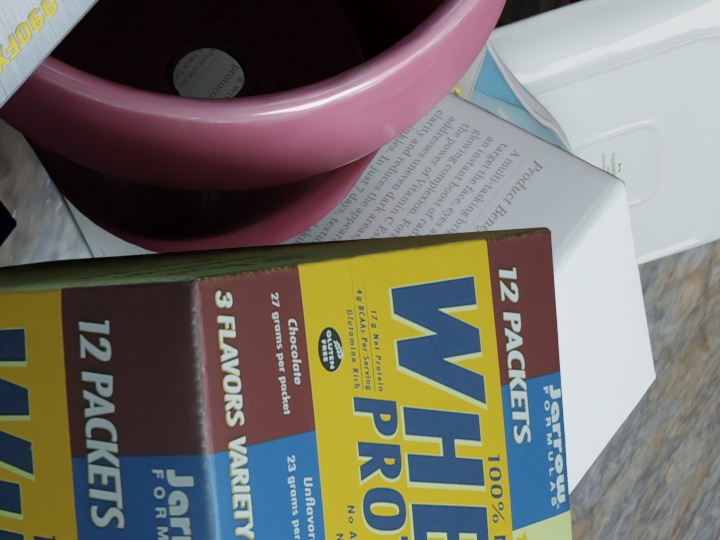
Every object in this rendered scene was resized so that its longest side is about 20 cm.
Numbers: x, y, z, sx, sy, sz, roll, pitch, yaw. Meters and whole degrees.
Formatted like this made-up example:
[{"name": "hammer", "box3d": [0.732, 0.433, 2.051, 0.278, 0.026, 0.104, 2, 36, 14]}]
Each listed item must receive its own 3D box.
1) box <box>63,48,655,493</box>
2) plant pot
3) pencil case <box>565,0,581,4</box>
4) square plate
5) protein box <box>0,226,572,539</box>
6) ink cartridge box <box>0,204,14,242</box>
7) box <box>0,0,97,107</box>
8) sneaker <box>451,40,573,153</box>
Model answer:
[{"name": "box", "box3d": [0.000, 0.000, 1.007, 0.106, 0.200, 0.152, -51, 154, -19]}, {"name": "plant pot", "box3d": [-0.050, -0.097, 0.852, 0.200, 0.200, 0.179, -50, 167, -22]}, {"name": "pencil case", "box3d": [0.138, -0.210, 1.182, 0.094, 0.091, 0.200, -50, 156, -40]}, {"name": "square plate", "box3d": [0.113, -0.053, 1.247, 0.198, 0.028, 0.200, -19, 141, -10]}, {"name": "protein box", "box3d": [-0.068, 0.065, 0.780, 0.198, 0.200, 0.135, -8, 94, -58]}, {"name": "ink cartridge box", "box3d": [-0.182, -0.008, 0.836, 0.119, 0.042, 0.200, -54, 155, -14]}, {"name": "box", "box3d": [-0.138, -0.110, 0.693, 0.200, 0.158, 0.048, -51, 151, -21]}, {"name": "sneaker", "box3d": [0.052, -0.040, 1.099, 0.080, 0.131, 0.200, -40, 139, 16]}]
